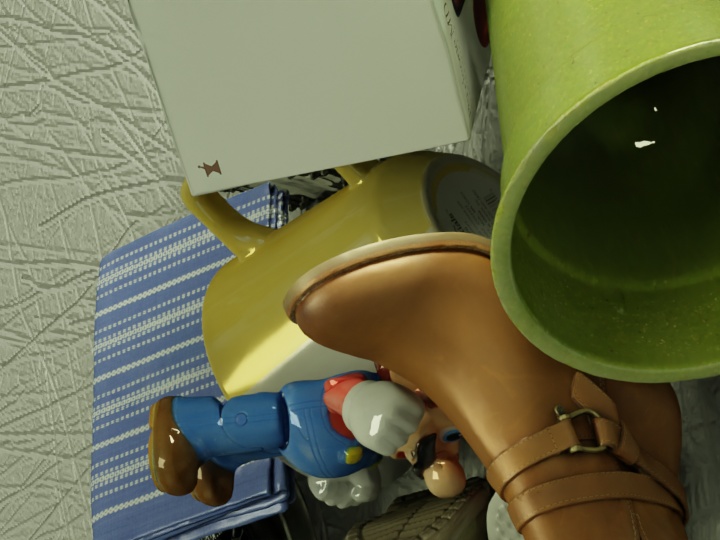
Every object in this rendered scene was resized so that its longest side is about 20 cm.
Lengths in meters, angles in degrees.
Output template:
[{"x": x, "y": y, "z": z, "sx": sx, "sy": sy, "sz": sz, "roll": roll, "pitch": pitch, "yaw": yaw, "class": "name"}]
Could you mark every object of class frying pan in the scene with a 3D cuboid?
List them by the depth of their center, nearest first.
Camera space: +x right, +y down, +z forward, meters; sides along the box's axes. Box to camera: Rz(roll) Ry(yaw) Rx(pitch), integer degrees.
[{"x": -0.052, "y": 0.159, "z": 1.576, "sx": 0.115, "sy": 0.031, "sz": 0.191, "roll": 53, "pitch": 160, "yaw": 40, "class": "frying pan"}]

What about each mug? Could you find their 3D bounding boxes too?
[{"x": 0.004, "y": 0.008, "z": 1.418, "sx": 0.153, "sy": 0.186, "sz": 0.150, "roll": -41, "pitch": 38, "yaw": 37, "class": "mug"}]

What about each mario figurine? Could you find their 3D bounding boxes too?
[{"x": -0.001, "y": 0.089, "z": 1.332, "sx": 0.199, "sy": 0.124, "sz": 0.107, "roll": -13, "pitch": 112, "yaw": 18, "class": "mario figurine"}]

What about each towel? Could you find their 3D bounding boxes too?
[{"x": -0.095, "y": 0.060, "z": 1.527, "sx": 0.144, "sy": 0.024, "sz": 0.201, "roll": -22, "pitch": 55, "yaw": 32, "class": "towel"}]

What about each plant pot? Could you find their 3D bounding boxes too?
[{"x": 0.134, "y": -0.085, "z": 1.234, "sx": 0.201, "sy": 0.199, "sz": 0.191, "roll": -61, "pitch": 31, "yaw": 34, "class": "plant pot"}]

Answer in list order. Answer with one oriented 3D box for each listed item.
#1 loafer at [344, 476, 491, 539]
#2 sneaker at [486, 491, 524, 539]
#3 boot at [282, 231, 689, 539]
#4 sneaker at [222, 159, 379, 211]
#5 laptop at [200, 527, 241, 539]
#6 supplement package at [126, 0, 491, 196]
[{"x": 0.043, "y": 0.149, "z": 1.377, "sx": 0.075, "sy": 0.200, "sz": 0.069, "roll": -19, "pitch": 89, "yaw": 11, "class": "loafer"}, {"x": 0.105, "y": 0.167, "z": 1.346, "sx": 0.078, "sy": 0.079, "sz": 0.201, "roll": 18, "pitch": 129, "yaw": 22, "class": "sneaker"}, {"x": 0.063, "y": 0.072, "z": 1.228, "sx": 0.077, "sy": 0.199, "sz": 0.156, "roll": -41, "pitch": 48, "yaw": 42, "class": "boot"}, {"x": -0.037, "y": -0.087, "z": 1.580, "sx": 0.200, "sy": 0.066, "sz": 0.091, "roll": -5, "pitch": 69, "yaw": 63, "class": "sneaker"}, {"x": -0.136, "y": 0.198, "z": 1.612, "sx": 0.188, "sy": 0.115, "sz": 0.201, "roll": 98, "pitch": 153, "yaw": -48, "class": "laptop"}, {"x": -0.024, "y": -0.175, "z": 1.333, "sx": 0.200, "sy": 0.146, "sz": 0.192, "roll": -73, "pitch": -30, "yaw": -61, "class": "supplement package"}]
